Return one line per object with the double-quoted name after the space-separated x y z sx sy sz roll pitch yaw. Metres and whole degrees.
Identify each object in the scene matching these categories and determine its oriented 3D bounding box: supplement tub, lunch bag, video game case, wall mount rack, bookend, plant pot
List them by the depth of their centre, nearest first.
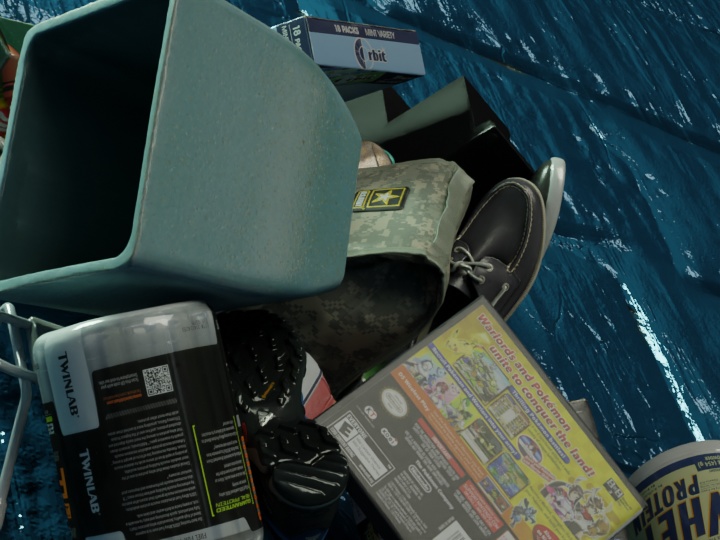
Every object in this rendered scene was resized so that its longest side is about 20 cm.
-0.133 0.127 1.280 0.122 0.122 0.200 -8 84 -54 "supplement tub"
-0.112 -0.061 1.355 0.200 0.196 0.197 18 72 -36 "plant pot"
-0.191 0.109 1.358 0.200 0.075 0.174 22 30 -31 "wall mount rack"
0.085 0.144 1.437 0.181 0.026 0.200 -35 84 -30 "video game case"
0.000 0.000 1.590 0.118 0.200 0.164 44 28 -14 "lunch bag"
0.303 0.258 1.659 0.145 0.145 0.200 22 33 -31 "supplement tub"
0.049 -0.104 1.792 0.092 0.199 0.200 46 21 -33 "bookend"

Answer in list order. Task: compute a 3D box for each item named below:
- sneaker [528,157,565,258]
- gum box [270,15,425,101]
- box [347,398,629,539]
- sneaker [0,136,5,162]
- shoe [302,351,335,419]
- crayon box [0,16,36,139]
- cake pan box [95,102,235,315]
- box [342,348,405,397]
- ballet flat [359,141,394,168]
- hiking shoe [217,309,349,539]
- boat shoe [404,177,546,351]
0.097 -0.020 1.692 0.099 0.200 0.071 24 24 -7 "sneaker"
-0.074 -0.162 1.689 0.170 0.200 0.045 -2 78 -57 "gum box"
0.103 0.207 1.460 0.200 0.050 0.199 -8 74 -26 "box"
-0.245 -0.071 1.525 0.092 0.076 0.200 55 30 8 "sneaker"
-0.065 0.152 1.442 0.091 0.071 0.200 56 40 -19 "shoe"
-0.232 -0.124 1.572 0.200 0.127 0.051 7 43 -44 "crayon box"
-0.121 -0.084 1.528 0.184 0.052 0.200 52 37 -16 "cake pan box"
0.068 0.096 1.722 0.144 0.036 0.200 37 27 -6 "box"
-0.054 -0.090 1.726 0.067 0.200 0.068 -19 104 -37 "ballet flat"
-0.067 0.109 1.356 0.074 0.087 0.200 -3 40 -17 "hiking shoe"
0.093 0.014 1.624 0.073 0.200 0.063 26 -2 18 "boat shoe"
